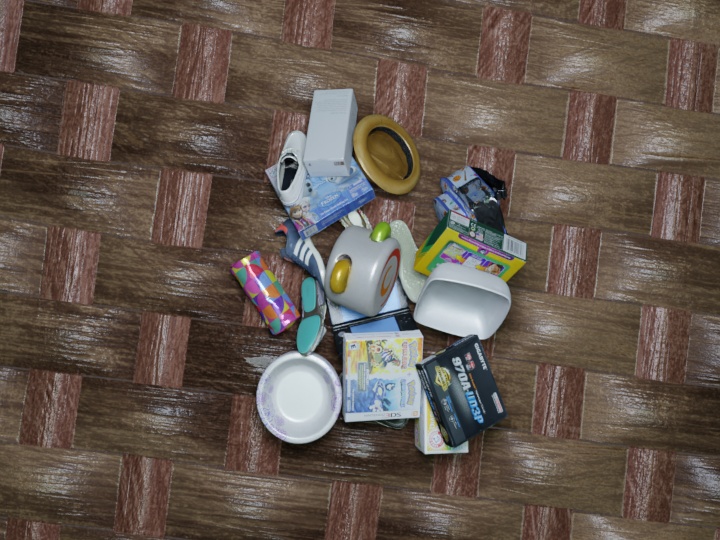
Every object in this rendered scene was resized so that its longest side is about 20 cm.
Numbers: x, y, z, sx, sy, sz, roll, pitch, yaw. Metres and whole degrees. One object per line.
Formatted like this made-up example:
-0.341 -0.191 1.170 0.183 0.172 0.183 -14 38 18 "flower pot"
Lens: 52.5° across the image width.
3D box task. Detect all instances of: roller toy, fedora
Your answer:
0.000 0.000 1.648 0.137 0.184 0.203 19 60 17 "roller toy"
0.050 -0.263 1.721 0.196 0.081 0.206 12 68 -31 "fedora"

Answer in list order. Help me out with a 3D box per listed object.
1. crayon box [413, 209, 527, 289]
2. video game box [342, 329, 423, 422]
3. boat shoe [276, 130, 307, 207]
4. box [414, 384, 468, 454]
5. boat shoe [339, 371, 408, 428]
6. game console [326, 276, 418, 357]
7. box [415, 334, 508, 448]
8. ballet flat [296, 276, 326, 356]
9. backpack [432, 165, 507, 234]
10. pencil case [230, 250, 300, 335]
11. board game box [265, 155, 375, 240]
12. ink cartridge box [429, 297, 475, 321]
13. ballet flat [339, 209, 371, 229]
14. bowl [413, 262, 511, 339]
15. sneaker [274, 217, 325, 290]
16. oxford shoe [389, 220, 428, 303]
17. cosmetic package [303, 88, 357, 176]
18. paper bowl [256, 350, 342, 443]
0.241 -0.030 1.620 0.196 0.173 0.059 22 54 -12 "crayon box"
0.049 0.240 1.650 0.177 0.047 0.206 -3 108 -11 "video game box"
-0.159 -0.246 1.672 0.070 0.066 0.205 2 62 14 "boat shoe"
0.188 0.318 1.711 0.109 0.101 0.206 -1 88 -9 "box"
0.032 0.307 1.724 0.199 0.060 0.074 41 86 -2 "boat shoe"
0.023 0.092 1.708 0.195 0.171 0.121 -13 116 -4 "game console"
0.227 0.269 1.640 0.156 0.046 0.205 -23 96 -19 "box"
-0.104 0.113 1.689 0.070 0.073 0.205 3 57 -4 "ballet flat"
0.253 -0.138 1.692 0.150 0.193 0.203 -18 134 -2 "backpack"
-0.223 0.051 1.706 0.087 0.088 0.202 -34 89 -5 "pencil case"
-0.096 -0.202 1.699 0.197 0.044 0.201 -30 61 -4 "board game box"
0.218 0.016 1.744 0.113 0.067 0.206 3 88 -4 "ink cartridge box"
-0.039 -0.158 1.735 0.075 0.064 0.201 -41 91 -4 "ballet flat"
0.229 0.061 1.631 0.195 0.201 0.076 16 55 -2 "bowl"
-0.138 -0.029 1.706 0.083 0.075 0.203 -27 68 -4 "sneaker"
0.111 -0.020 1.738 0.074 0.058 0.205 -17 82 -19 "oxford shoe"
-0.067 -0.319 1.689 0.099 0.074 0.205 1 64 13 "cosmetic package"
-0.139 0.288 1.687 0.194 0.104 0.207 0 88 0 "paper bowl"
